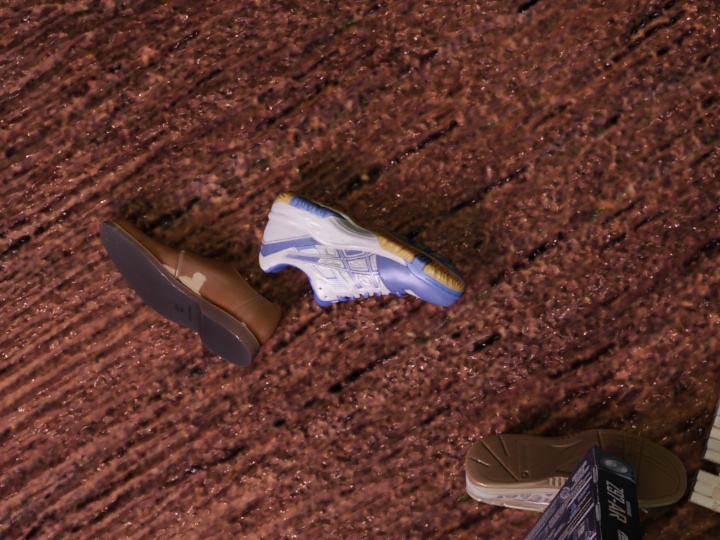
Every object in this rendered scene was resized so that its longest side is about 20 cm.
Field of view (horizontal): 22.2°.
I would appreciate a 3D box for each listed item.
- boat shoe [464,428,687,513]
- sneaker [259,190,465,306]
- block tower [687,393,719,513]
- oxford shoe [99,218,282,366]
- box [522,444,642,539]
[{"bbox_3d":[0.195,0.187,1.671,0.199,0.063,0.073,6,58,5],"label":"boat shoe"},{"bbox_3d":[0.000,0.000,1.715,0.200,0.075,0.088,24,98,16],"label":"sneaker"},{"bbox_3d":[0.350,0.122,1.656,0.058,0.054,0.200,19,85,8],"label":"block tower"},{"bbox_3d":[-0.161,0.008,1.739,0.200,0.071,0.071,37,59,11],"label":"oxford shoe"},{"bbox_3d":[0.166,0.270,1.573,0.043,0.160,0.200,29,113,-9],"label":"box"}]
